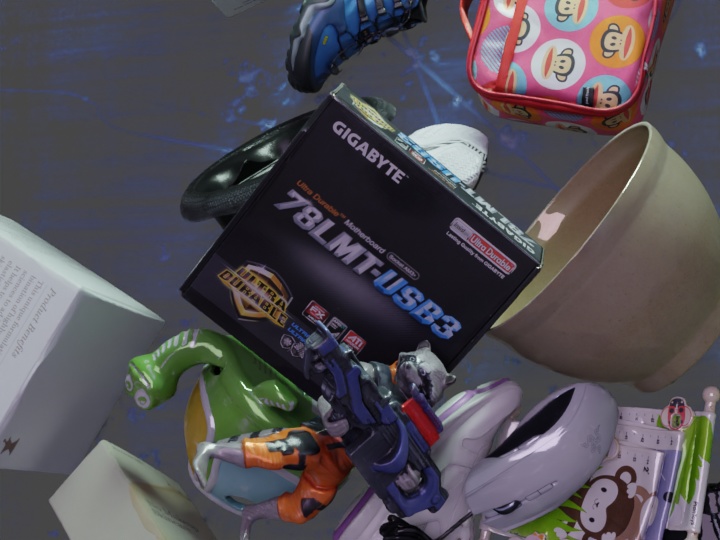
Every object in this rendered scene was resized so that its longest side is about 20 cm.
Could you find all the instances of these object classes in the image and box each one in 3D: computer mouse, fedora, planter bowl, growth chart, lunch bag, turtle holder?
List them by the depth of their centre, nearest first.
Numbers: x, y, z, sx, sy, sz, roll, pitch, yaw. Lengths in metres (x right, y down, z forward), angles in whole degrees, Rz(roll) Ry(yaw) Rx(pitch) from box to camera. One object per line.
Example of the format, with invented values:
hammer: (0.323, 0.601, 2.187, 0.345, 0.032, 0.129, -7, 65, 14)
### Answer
computer mouse: (0.118, 0.164, 1.009, 0.200, 0.110, 0.044, -44, 27, 8)
planter bowl: (0.203, 0.007, 1.019, 0.135, 0.200, 0.201, 38, 91, -7)
growth chart: (0.181, 0.164, 1.037, 0.199, 0.018, 0.146, -6, 68, 35)
turtle holder: (-0.086, 0.124, 1.069, 0.132, 0.185, 0.141, -50, 47, 20)
lunch bag: (0.169, -0.221, 1.121, 0.175, 0.082, 0.201, 11, 81, 21)
fedora: (-0.049, -0.066, 1.128, 0.200, 0.201, 0.092, -21, 110, 10)

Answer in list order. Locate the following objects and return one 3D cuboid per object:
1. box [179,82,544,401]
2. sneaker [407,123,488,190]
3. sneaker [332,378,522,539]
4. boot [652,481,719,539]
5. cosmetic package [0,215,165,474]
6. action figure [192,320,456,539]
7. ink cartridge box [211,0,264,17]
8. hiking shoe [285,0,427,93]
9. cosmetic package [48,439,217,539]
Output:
box: (0.000, 0.000, 0.997, 0.200, 0.050, 0.199, 39, 112, -5)
sneaker: (0.045, -0.031, 1.119, 0.075, 0.115, 0.200, 22, 51, 17)
sneaker: (0.071, 0.175, 1.080, 0.100, 0.075, 0.200, 42, 96, 5)
boot: (0.245, 0.246, 1.009, 0.197, 0.073, 0.163, -11, 76, 10)
cosmetic package: (-0.315, 0.053, 1.150, 0.199, 0.166, 0.168, 31, 89, 19)
action figure: (-0.027, 0.102, 0.950, 0.193, 0.201, 0.105, -26, 37, -4)
ink cartridge box: (-0.139, -0.331, 1.159, 0.083, 0.200, 0.146, -23, 74, 10)
hiking shoe: (0.013, -0.231, 1.164, 0.087, 0.074, 0.200, 36, 90, 19)
cosmetic package: (-0.159, 0.233, 1.062, 0.073, 0.103, 0.200, -48, 43, 2)
